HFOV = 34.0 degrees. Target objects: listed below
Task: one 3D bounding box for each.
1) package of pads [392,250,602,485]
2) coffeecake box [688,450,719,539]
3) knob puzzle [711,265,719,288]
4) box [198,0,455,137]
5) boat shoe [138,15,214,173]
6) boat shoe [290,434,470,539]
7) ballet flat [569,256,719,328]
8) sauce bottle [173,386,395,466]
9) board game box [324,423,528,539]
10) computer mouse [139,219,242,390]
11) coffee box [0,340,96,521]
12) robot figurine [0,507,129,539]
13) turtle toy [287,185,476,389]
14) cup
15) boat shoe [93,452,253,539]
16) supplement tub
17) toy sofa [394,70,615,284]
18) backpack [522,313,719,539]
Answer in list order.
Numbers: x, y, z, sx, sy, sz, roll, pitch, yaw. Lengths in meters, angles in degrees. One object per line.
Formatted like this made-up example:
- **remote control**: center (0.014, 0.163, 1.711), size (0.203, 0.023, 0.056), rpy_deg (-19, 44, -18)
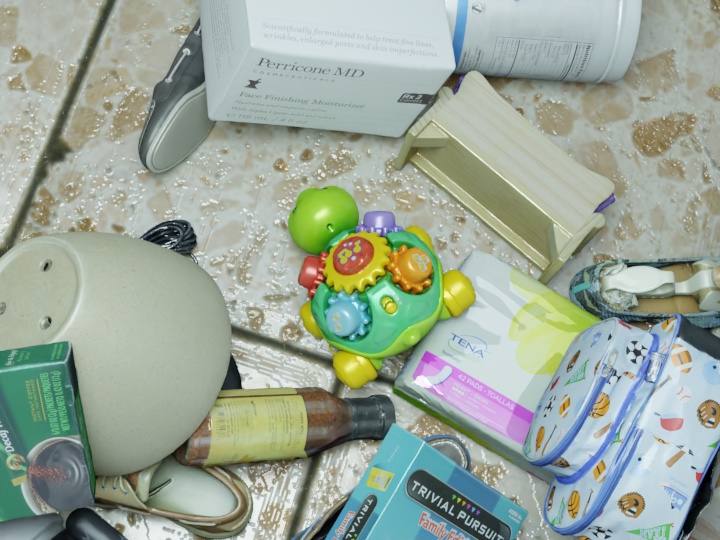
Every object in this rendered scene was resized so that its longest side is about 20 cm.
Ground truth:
- **package of pads**: center (0.151, 0.091, 1.081), size (0.199, 0.068, 0.155), rpy_deg (30, 73, 2)
- **coffeecake box**: center (0.354, 0.210, 1.000), size (0.153, 0.200, 0.073), rpy_deg (31, 73, 3)
- **knob puzzle**: center (0.333, 0.056, 1.031), size (0.030, 0.219, 0.222), rpy_deg (-12, 73, 20)
- **box**: center (-0.038, -0.245, 1.083), size (0.197, 0.131, 0.202), rpy_deg (2, 66, -23)
- **boat shoe**: center (-0.163, -0.179, 1.131), size (0.057, 0.067, 0.201), rpy_deg (22, 66, 20)
- **boat shoe**: center (0.021, 0.213, 1.027), size (0.200, 0.072, 0.072), rpy_deg (-38, 81, -15)
- **ballet flat**: center (0.301, 0.018, 1.120), size (0.198, 0.074, 0.075), rpy_deg (-5, 74, -8)
- **sauce bottle**: center (-0.064, 0.134, 1.023), size (0.198, 0.066, 0.067), rpy_deg (2, 72, -26)
- **board game box**: center (0.035, 0.250, 0.971), size (0.151, 0.047, 0.201), rpy_deg (37, 81, -36)
- **computer mouse**: center (-0.176, 0.056, 1.061), size (0.138, 0.053, 0.201), rpy_deg (-27, 78, -14)
- **coffee box**: center (-0.299, 0.126, 0.846), size (0.198, 0.044, 0.124), rpy_deg (-7, 109, -7)
- **robot figurine**: center (-0.245, 0.282, 0.948), size (0.200, 0.125, 0.150), rpy_deg (41, 61, 6)
- **turtle toy**: center (0.000, 0.000, 1.056), size (0.145, 0.101, 0.200), rpy_deg (-37, 46, -2)
- **cup**: center (-0.223, 0.048, 0.943), size (0.199, 0.143, 0.202), rpy_deg (-10, 63, 19)
- **boat shoe**: center (-0.186, 0.174, 1.013), size (0.198, 0.074, 0.076), rpy_deg (16, 72, -2)
- **supplement tub**: center (0.160, -0.254, 1.151), size (0.198, 0.132, 0.133), rpy_deg (2, 73, -6)
- **toy sofa**: center (0.138, -0.087, 1.124), size (0.200, 0.083, 0.098), rpy_deg (40, 70, 6)
- **backpack**: center (0.219, 0.137, 0.951), size (0.153, 0.200, 0.192), rpy_deg (19, 78, 3)
